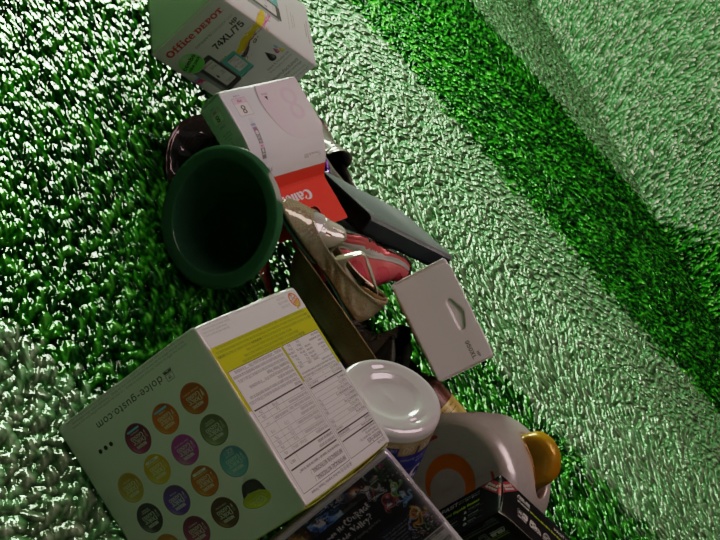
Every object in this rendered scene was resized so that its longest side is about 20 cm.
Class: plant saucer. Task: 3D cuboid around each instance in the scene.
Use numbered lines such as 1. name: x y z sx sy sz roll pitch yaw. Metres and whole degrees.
1. plant saucer: -0.035 0.062 1.492 0.200 0.035 0.200 55 -3 4

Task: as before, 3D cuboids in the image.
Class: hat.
1. hat: -0.156 -0.139 1.584 0.200 0.081 0.201 18 55 -28
2. hat: -0.140 -0.055 1.508 0.165 0.200 0.176 36 16 20

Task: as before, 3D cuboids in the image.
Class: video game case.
1. video game case: 0.005 0.316 1.256 0.182 0.200 0.023 51 1 -7

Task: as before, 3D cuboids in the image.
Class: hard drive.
1. hard drive: 0.029 -0.071 1.714 0.200 0.033 0.140 23 16 -49

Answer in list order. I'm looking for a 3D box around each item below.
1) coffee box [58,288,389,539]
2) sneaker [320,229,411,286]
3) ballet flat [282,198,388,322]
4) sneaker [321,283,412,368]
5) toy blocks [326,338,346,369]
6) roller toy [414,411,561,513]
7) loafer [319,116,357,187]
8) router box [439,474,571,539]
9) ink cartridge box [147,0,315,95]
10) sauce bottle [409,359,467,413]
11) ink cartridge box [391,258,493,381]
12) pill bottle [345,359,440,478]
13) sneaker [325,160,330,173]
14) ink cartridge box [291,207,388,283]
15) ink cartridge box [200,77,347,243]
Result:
1. coffee box: -0.130 0.166 1.195 0.198 0.199 0.200 57 25 5
2. sneaker: 0.000 0.000 1.642 0.074 0.087 0.200 21 -2 31
3. ballet flat: -0.031 -0.023 1.516 0.200 0.062 0.068 56 14 -25
4. sneaker: 0.014 0.085 1.618 0.075 0.115 0.201 13 48 -53
5. toy blocks: -0.043 0.152 1.489 0.137 0.100 0.200 43 19 -46
6. roller toy: 0.146 0.271 1.537 0.182 0.201 0.140 31 12 32
7. loafer: -0.043 -0.170 1.875 0.070 0.070 0.201 22 40 -47
8. router box: 0.140 0.348 1.419 0.150 0.200 0.062 44 29 -20
9. ink cartridge box: -0.192 -0.357 1.766 0.200 0.147 0.146 30 36 -39
10. sauce bottle: 0.108 0.198 1.701 0.200 0.066 0.066 50 27 -5
11. ink cartridge box: 0.110 0.069 1.629 0.145 0.084 0.200 63 1 4
12. pill bottle: 0.005 0.211 1.344 0.119 0.200 0.120 13 35 -9
13. sneaker: -0.120 -0.160 1.719 0.200 0.088 0.081 27 39 -39
14. ink cartridge box: -0.037 -0.041 1.737 0.200 0.067 0.116 4 55 -58
15. ink cartridge box: -0.097 -0.149 1.552 0.200 0.057 0.162 56 37 7
